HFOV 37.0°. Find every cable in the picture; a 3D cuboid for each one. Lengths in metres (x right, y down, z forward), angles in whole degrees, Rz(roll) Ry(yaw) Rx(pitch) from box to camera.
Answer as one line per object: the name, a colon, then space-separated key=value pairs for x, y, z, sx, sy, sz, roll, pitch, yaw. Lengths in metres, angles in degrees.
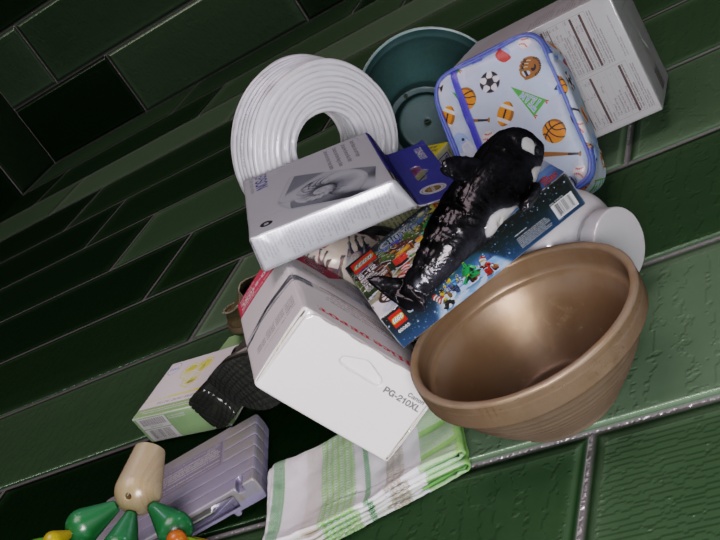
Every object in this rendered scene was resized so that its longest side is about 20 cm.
cable: x=-0.051 y=-0.141 z=1.211 sx=0.200 sy=0.200 sz=0.069 roll=-44 pitch=29 yaw=-18

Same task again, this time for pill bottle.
pill bottle: x=0.168 y=-0.018 z=1.019 sx=0.111 sy=0.111 sz=0.200 roll=-46 pitch=25 yaw=-28

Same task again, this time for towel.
towel: x=0.001 y=0.174 z=0.967 sx=0.200 sy=0.031 sz=0.149 roll=-30 pitch=22 yaw=10

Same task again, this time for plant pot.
plant pot: x=0.148 y=0.072 z=0.875 sx=0.201 sy=0.093 sz=0.201 roll=-27 pitch=24 yaw=14
plant pot: x=0.095 y=-0.214 z=1.472 sx=0.200 sy=0.200 sz=0.134 roll=-36 pitch=-6 yaw=-4

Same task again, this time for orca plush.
orca plush: x=0.077 y=-0.062 z=0.903 sx=0.200 sy=0.071 sz=0.105 roll=-43 pitch=24 yaw=-8

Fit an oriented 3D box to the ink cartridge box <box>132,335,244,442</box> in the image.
ink cartridge box: x=-0.172 y=0.118 z=1.317 sx=0.145 sy=0.048 sz=0.200 roll=-18 pitch=29 yaw=38

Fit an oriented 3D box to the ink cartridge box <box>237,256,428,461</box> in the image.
ink cartridge box: x=-0.027 y=0.069 z=0.987 sx=0.084 sy=0.145 sz=0.200 roll=-55 pitch=18 yaw=9

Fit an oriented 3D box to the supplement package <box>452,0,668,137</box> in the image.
supplement package: x=0.244 y=-0.237 z=1.293 sx=0.200 sy=0.151 sz=0.152 roll=-23 pitch=15 yaw=26

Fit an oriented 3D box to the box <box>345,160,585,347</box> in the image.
box: x=0.088 y=-0.029 z=0.967 sx=0.200 sy=0.038 sz=0.137 roll=-39 pitch=24 yaw=1

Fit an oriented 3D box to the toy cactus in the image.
toy cactus: x=-0.212 y=0.245 z=1.014 sx=0.200 sy=0.102 sz=0.165 roll=-9 pitch=49 yaw=23

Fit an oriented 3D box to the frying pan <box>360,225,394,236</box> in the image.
frying pan: x=0.046 y=-0.016 z=1.197 sx=0.190 sy=0.115 sz=0.031 roll=-42 pitch=6 yaw=-20

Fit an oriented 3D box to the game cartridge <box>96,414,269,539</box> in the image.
game cartridge: x=-0.182 y=0.234 z=1.103 sx=0.200 sy=0.038 sz=0.130 roll=-31 pitch=17 yaw=10

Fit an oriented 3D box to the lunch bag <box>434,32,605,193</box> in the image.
lunch bag: x=0.172 y=-0.148 z=1.193 sx=0.160 sy=0.200 sz=0.076 roll=-23 pitch=-11 yaw=24

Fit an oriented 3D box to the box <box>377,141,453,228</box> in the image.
box: x=0.021 y=-0.053 z=1.327 sx=0.200 sy=0.097 sz=0.176 roll=-46 pitch=24 yaw=-29

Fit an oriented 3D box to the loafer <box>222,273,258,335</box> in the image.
loafer: x=-0.120 y=0.036 z=1.339 sx=0.076 sy=0.068 sz=0.200 roll=-23 pitch=5 yaw=-28

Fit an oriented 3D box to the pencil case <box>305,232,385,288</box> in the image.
pencil case: x=0.000 y=0.000 z=1.123 sx=0.089 sy=0.200 sz=0.078 roll=-111 pitch=33 yaw=-61

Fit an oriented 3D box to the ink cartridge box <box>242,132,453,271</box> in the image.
ink cartridge box: x=-0.016 y=-0.083 z=1.057 sx=0.200 sy=0.041 sz=0.200 roll=-21 pitch=22 yaw=-1

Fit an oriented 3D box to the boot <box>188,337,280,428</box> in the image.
boot: x=-0.104 y=0.086 z=1.142 sx=0.200 sy=0.068 sz=0.131 roll=-32 pitch=19 yaw=53
